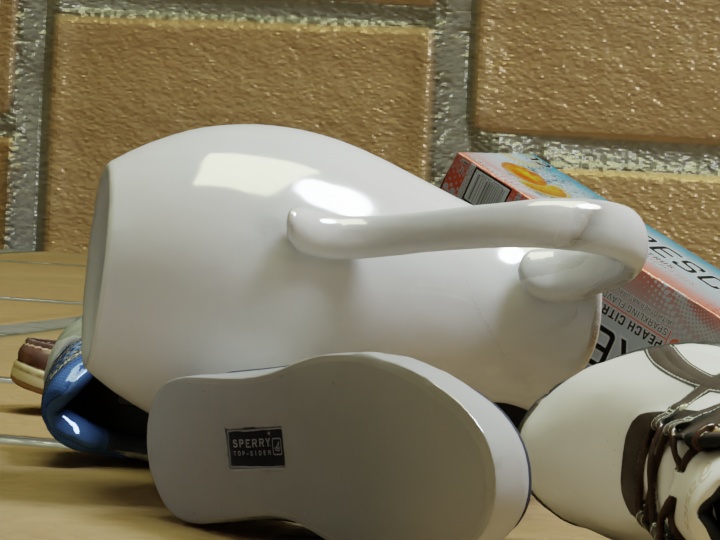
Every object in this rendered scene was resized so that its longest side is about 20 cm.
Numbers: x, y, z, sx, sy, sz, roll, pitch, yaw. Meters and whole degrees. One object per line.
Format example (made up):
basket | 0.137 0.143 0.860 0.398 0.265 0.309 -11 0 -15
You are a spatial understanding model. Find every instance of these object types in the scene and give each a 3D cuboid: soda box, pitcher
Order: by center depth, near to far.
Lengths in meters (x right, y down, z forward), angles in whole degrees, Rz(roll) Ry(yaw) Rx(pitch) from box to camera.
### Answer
pitcher | 0.000 0.000 1.107 0.199 0.122 0.172 6 -22 -10
soda box | 0.117 0.021 1.243 0.200 0.064 0.068 35 20 30

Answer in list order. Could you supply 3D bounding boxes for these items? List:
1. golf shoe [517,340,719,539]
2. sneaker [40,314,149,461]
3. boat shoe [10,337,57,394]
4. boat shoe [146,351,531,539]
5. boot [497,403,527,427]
golf shoe | 0.119 0.065 0.965 0.199 0.078 0.094 4 3 41
sneaker | -0.041 0.056 1.212 0.199 0.077 0.085 -4 11 10
boat shoe | -0.074 0.035 1.452 0.199 0.072 0.072 3 2 -10
boat shoe | 0.003 0.064 0.997 0.065 0.072 0.200 -4 -2 -35
boot | -0.001 0.050 1.315 0.199 0.074 0.075 1 -8 0
